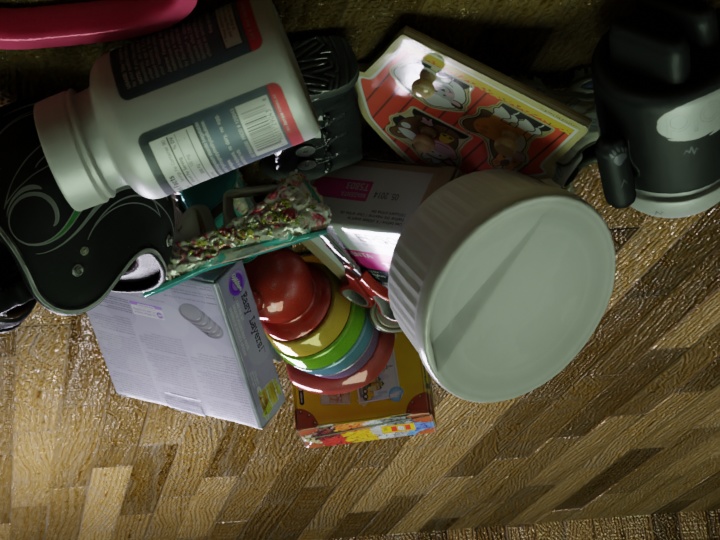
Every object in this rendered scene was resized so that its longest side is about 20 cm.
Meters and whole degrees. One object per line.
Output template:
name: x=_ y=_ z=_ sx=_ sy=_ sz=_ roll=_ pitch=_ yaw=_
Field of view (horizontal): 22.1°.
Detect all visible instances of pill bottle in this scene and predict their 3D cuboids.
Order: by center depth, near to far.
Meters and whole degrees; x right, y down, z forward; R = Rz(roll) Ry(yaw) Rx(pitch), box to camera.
pill bottle: x=-0.142 y=-0.124 z=1.414 sx=0.199 sy=0.120 sz=0.120 roll=-21 pitch=161 yaw=2

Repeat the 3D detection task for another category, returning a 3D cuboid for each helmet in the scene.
helmet: x=-0.254 y=-0.048 z=1.545 sx=0.190 sy=0.201 sz=0.200 roll=-39 pitch=-176 yaw=-37

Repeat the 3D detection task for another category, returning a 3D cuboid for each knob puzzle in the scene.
knob puzzle: x=0.077 y=-0.119 z=1.574 sx=0.218 sy=0.031 sz=0.220 roll=18 pitch=157 yaw=8

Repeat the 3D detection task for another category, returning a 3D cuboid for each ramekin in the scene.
ramekin: x=0.114 y=0.005 z=1.581 sx=0.201 sy=0.094 sz=0.204 roll=-18 pitch=127 yaw=-26

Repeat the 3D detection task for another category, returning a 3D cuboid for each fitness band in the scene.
fitness band: x=-0.217 y=-0.204 z=1.339 sx=0.198 sy=0.038 sz=0.144 roll=-5 pitch=162 yaw=-2

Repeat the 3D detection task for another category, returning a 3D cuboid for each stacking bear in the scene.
stacking bear: x=-0.057 y=0.038 z=1.831 sx=0.113 sy=0.122 sz=0.200 roll=16 pitch=166 yaw=34

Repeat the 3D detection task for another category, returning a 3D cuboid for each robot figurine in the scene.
robot figurine: x=0.253 y=-0.136 z=1.522 sx=0.149 sy=0.125 sz=0.201 roll=-16 pitch=136 yaw=-1

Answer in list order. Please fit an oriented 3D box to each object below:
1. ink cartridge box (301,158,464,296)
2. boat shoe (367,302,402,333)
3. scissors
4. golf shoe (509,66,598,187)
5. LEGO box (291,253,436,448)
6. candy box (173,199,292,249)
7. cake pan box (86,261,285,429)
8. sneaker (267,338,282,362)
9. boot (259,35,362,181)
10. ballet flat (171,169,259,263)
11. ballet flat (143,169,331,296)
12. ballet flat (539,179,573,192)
ink cartridge box: x=0.042 y=-0.031 z=1.713 sx=0.199 sy=0.075 sz=0.165 roll=9 pitch=157 yaw=42
boat shoe: x=0.069 y=0.002 z=1.881 sx=0.200 sy=0.067 sz=0.057 roll=-41 pitch=-166 yaw=-32
scissors: x=0.000 y=0.000 z=1.716 sx=0.073 sy=0.014 sz=0.200 roll=23 pitch=162 yaw=20
golf shoe: x=0.156 y=-0.121 z=1.626 sx=0.198 sy=0.098 sz=0.078 roll=-6 pitch=164 yaw=4
LEGO box: x=-0.002 y=0.079 z=2.002 sx=0.148 sy=0.201 sz=0.077 roll=-7 pitch=161 yaw=4
candy box: x=-0.185 y=-0.018 z=1.869 sx=0.136 sy=0.061 sz=0.199 roll=11 pitch=156 yaw=-44
cake pan box: x=-0.183 y=0.055 z=1.786 sx=0.199 sy=0.052 sz=0.185 roll=9 pitch=130 yaw=33
sneaker: x=-0.131 y=0.045 z=1.889 sx=0.077 sy=0.079 sz=0.200 roll=-1 pitch=165 yaw=22
boot: x=-0.080 y=-0.132 z=1.576 sx=0.164 sy=0.066 sz=0.200 roll=-4 pitch=166 yaw=-1
ballet flat: x=-0.141 y=-0.076 z=1.691 sx=0.075 sy=0.064 sz=0.200 roll=-34 pitch=147 yaw=-10
ballet flat: x=-0.117 y=-0.035 z=1.627 sx=0.199 sy=0.064 sz=0.076 roll=-19 pitch=180 yaw=21
ballet flat: x=0.175 y=-0.069 z=1.800 sx=0.068 sy=0.068 sz=0.200 roll=-45 pitch=179 yaw=12
